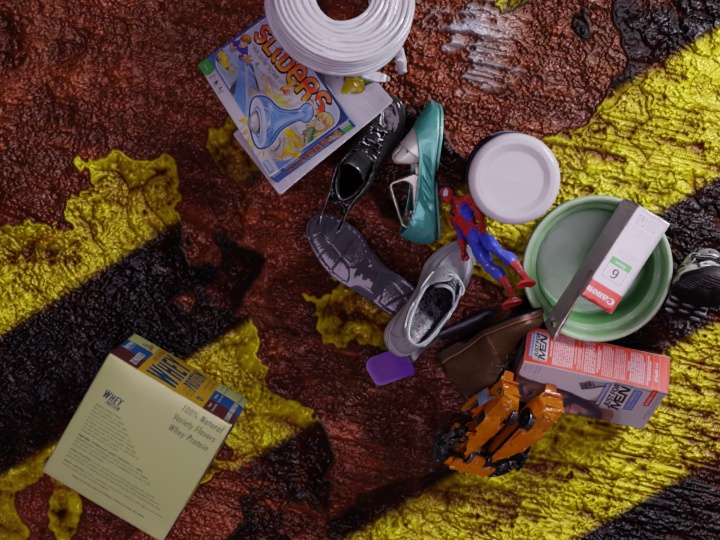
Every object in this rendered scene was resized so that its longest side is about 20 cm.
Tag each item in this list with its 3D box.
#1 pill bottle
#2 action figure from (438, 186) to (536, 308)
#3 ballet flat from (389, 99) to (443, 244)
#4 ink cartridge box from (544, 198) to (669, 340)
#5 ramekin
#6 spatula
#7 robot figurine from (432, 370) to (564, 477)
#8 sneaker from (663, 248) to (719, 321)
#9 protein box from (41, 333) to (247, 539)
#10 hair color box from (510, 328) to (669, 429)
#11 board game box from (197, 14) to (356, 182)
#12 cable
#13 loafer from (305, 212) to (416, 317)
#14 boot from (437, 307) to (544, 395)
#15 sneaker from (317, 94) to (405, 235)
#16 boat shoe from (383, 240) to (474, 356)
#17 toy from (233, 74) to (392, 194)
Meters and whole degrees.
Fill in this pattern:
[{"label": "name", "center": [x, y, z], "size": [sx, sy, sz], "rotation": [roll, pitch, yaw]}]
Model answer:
[{"label": "pill bottle", "center": [0.197, -0.126, 1.522], "size": [0.116, 0.200, 0.116], "rotation": [0, 98, 4]}, {"label": "action figure", "center": [0.162, -0.041, 1.574], "size": [0.052, 0.200, 0.065], "rotation": [-8, 142, -32]}, {"label": "ballet flat", "center": [0.076, -0.134, 1.590], "size": [0.070, 0.067, 0.200], "rotation": [-1, 101, -10]}, {"label": "ink cartridge box", "center": [0.314, 0.007, 1.482], "size": [0.050, 0.109, 0.200], "rotation": [30, 99, -1]}, {"label": "ramekin", "center": [0.319, -0.009, 1.585], "size": [0.200, 0.098, 0.200], "rotation": [0, 99, 3]}, {"label": "spatula", "center": [0.102, 0.105, 1.651], "size": [0.200, 0.021, 0.057], "rotation": [-29, 123, 3]}, {"label": "robot figurine", "center": [0.188, 0.222, 1.607], "size": [0.145, 0.058, 0.200], "rotation": [19, 136, -20]}, {"label": "sneaker", "center": [0.455, 0.004, 1.535], "size": [0.074, 0.200, 0.089], "rotation": [22, 80, 5]}, {"label": "protein box", "center": [-0.302, 0.233, 1.638], "size": [0.198, 0.135, 0.200], "rotation": [31, 100, -1]}, {"label": "hair color box", "center": [0.314, 0.150, 1.601], "size": [0.200, 0.111, 0.064], "rotation": [13, 55, 2]}, {"label": "board game box", "center": [-0.115, -0.239, 1.569], "size": [0.135, 0.034, 0.200], "rotation": [-36, 74, 7]}, {"label": "cable", "center": [-0.027, -0.357, 1.532], "size": [0.200, 0.069, 0.200], "rotation": [3, 80, -8]}, {"label": "loafer", "center": [0.000, 0.000, 1.625], "size": [0.200, 0.063, 0.072], "rotation": [42, 82, -1]}, {"label": "boot", "center": [0.190, 0.109, 1.574], "size": [0.200, 0.074, 0.075], "rotation": [-38, 72, 48]}, {"label": "sneaker", "center": [0.003, -0.147, 1.576], "size": [0.060, 0.104, 0.200], "rotation": [29, 99, -1]}, {"label": "boat shoe", "center": [0.109, 0.036, 1.573], "size": [0.070, 0.072, 0.201], "rotation": [44, 62, -15]}, {"label": "toy", "center": [-0.062, -0.206, 1.593], "size": [0.200, 0.047, 0.115], "rotation": [-40, 73, 6]}]
